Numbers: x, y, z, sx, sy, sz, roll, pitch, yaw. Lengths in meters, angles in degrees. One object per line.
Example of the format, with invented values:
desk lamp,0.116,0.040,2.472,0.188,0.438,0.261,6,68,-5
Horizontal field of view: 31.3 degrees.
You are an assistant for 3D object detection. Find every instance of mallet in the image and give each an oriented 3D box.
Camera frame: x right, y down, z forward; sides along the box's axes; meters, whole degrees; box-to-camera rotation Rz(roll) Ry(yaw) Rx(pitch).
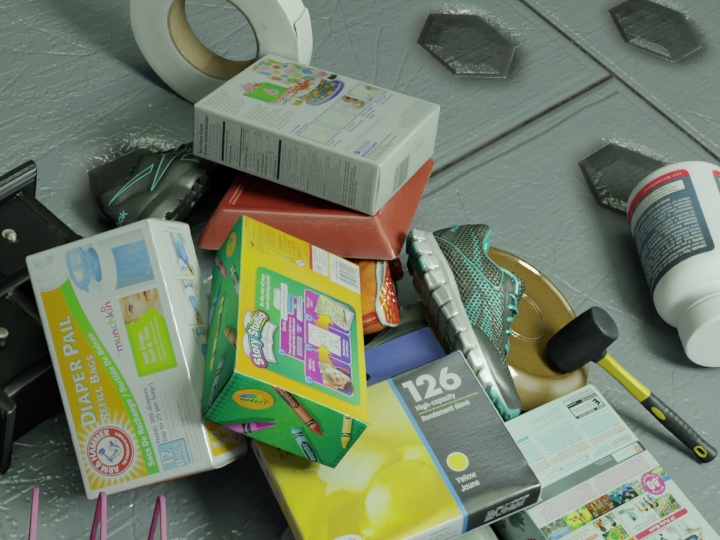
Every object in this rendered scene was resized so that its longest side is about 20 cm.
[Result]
mallet,0.272,0.110,1.220,0.200,0.066,0.041,35,32,-7

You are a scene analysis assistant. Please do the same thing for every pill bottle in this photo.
pill bottle,0.358,-0.005,1.344,0.119,0.120,0.201,5,49,-14

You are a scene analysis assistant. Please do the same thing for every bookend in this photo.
bookend,-0.299,0.034,1.114,0.200,0.092,0.199,40,50,16

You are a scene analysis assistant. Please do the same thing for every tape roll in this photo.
tape roll,-0.146,-0.253,1.343,0.202,0.203,0.037,25,46,5

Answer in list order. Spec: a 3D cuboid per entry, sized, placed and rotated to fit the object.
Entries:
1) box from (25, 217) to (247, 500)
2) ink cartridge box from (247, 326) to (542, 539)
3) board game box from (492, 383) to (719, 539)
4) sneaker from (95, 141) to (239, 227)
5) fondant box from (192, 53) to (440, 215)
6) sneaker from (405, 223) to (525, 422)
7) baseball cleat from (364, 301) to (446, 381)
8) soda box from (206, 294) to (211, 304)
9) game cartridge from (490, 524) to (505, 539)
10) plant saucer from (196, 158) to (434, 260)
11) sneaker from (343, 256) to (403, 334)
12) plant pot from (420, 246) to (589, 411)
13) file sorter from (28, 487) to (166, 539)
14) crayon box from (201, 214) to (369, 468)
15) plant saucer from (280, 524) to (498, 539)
box,-0.178,0.071,1.035,0.112,0.101,0.201,-17,86,10
ink cartridge box,0.017,0.141,1.060,0.197,0.047,0.200,-20,56,-16
board game box,0.199,0.210,1.100,0.147,0.064,0.200,-19,56,-30
sneaker,-0.180,-0.101,1.285,0.079,0.076,0.200,31,47,13
fondant box,-0.042,-0.136,1.244,0.199,0.059,0.144,21,37,18
sneaker,0.113,0.037,1.156,0.091,0.078,0.201,-18,67,-10
baseball cleat,0.036,0.102,1.180,0.106,0.070,0.200,35,49,14
soda box,-0.134,0.056,1.152,0.199,0.064,0.069,-1,89,-18
game cartridge,0.145,0.248,1.113,0.199,0.039,0.130,-19,54,-31
plant saucer,-0.041,-0.082,1.268,0.198,0.037,0.200,4,32,13
sneaker,0.000,0.000,1.233,0.077,0.073,0.200,-13,19,11
plant pot,0.148,0.048,1.254,0.199,0.028,0.201,22,42,-21
file sorter,-0.241,0.239,0.931,0.199,0.126,0.140,4,49,-15
crayon box,-0.061,0.053,1.045,0.118,0.058,0.201,24,34,-20
plant saucer,0.026,0.247,1.037,0.199,0.050,0.201,2,54,-3
